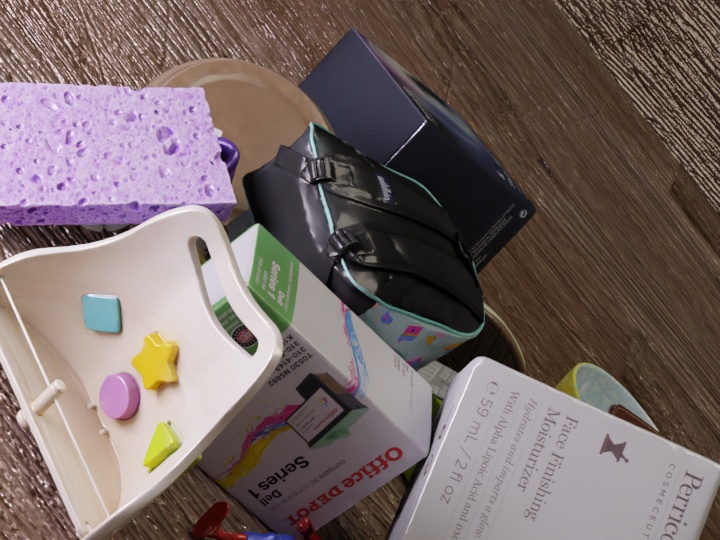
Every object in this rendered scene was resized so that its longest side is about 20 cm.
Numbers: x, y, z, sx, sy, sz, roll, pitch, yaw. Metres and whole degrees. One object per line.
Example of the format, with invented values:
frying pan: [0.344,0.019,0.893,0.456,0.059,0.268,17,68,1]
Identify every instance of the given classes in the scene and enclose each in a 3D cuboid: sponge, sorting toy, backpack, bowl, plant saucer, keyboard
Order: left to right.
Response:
sponge: [-0.199,-0.086,1.370,0.198,0.030,0.112,-1,57,-27]
sorting toy: [-0.138,0.056,1.204,0.107,0.180,0.201,12,45,-60]
plant saucer: [-0.104,-0.101,1.588,0.198,0.030,0.202,9,61,-17]
backpack: [0.000,0.000,1.487,0.199,0.153,0.177,14,46,-43]
keyboard: [0.037,0.081,1.659,0.199,0.011,0.056,28,21,9]
bowl: [0.239,0.205,1.885,0.200,0.107,0.201,44,23,-23]

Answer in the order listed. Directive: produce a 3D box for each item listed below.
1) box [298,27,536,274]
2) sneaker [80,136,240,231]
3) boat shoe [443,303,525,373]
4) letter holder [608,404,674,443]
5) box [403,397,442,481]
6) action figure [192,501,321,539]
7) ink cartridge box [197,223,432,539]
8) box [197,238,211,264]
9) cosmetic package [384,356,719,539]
box: [0.050,-0.118,1.932,0.198,0.123,0.200,33,15,-41]
sneaker: [-0.179,-0.085,1.444,0.199,0.084,0.081,-3,41,-46]
boat shoe: [0.093,0.042,1.899,0.200,0.072,0.076,47,9,-16]
letter holder: [0.210,0.234,1.582,0.142,0.100,0.202,35,48,-44]
box: [0.086,0.183,1.677,0.122,0.048,0.201,16,41,-56]
action figure: [-0.039,0.218,1.354,0.200,0.052,0.066,31,26,-51]
ink cartridge box: [-0.062,0.088,1.365,0.200,0.144,0.084,44,26,-23]
box: [-0.081,0.054,1.520,0.200,0.050,0.075,49,21,-12]
cosmetic package: [0.135,0.186,1.375,0.198,0.166,0.165,23,-11,0]
